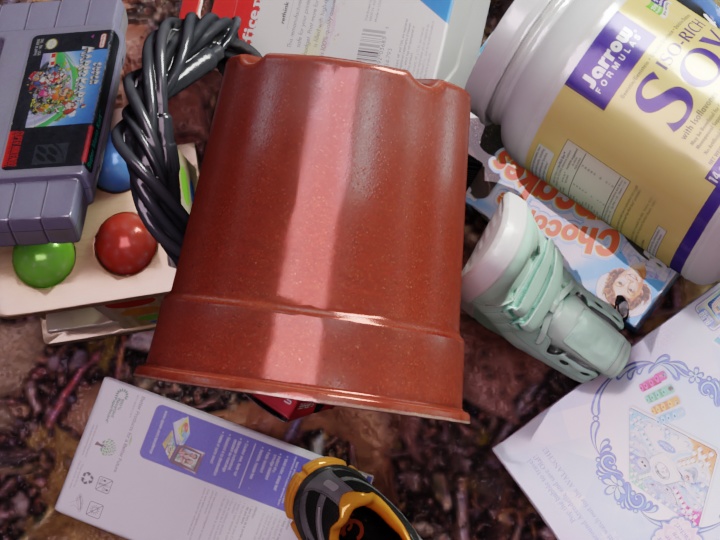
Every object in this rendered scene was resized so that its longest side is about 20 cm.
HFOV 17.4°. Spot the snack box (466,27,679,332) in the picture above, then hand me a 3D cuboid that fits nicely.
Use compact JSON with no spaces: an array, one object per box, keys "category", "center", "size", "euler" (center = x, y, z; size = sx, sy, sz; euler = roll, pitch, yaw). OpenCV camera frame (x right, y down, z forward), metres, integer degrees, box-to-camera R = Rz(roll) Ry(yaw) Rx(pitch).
[{"category":"snack box","center":[0.141,-0.063,1.588],"size":[0.200,0.037,0.116],"euler":[37,88,10]}]

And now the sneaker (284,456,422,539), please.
[{"category":"sneaker","center":[0.024,0.211,1.516],"size":[0.078,0.077,0.200],"euler":[-41,103,-13]}]

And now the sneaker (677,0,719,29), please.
[{"category":"sneaker","center":[0.186,-0.174,1.590],"size":[0.078,0.070,0.200],"euler":[-44,72,2]}]

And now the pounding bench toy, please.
[{"category":"pounding bench toy","center":[-0.210,-0.023,1.562],"size":[0.199,0.156,0.125],"euler":[-9,80,5]}]

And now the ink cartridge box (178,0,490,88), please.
[{"category":"ink cartridge box","center":[-0.020,-0.172,1.596],"size":[0.200,0.067,0.116],"euler":[10,81,24]}]

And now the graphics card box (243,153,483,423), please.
[{"category":"graphics card box","center":[0.000,0.000,1.531],"size":[0.051,0.125,0.200],"euler":[34,99,12]}]

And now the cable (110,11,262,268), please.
[{"category":"cable","center":[-0.104,-0.082,1.496],"size":[0.051,0.163,0.200],"euler":[-11,56,29]}]

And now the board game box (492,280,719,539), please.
[{"category":"board game box","center":[0.224,0.140,1.543],"size":[0.199,0.043,0.200],"euler":[-36,79,-1]}]

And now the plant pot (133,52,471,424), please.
[{"category":"plant pot","center":[-0.021,-0.020,1.383],"size":[0.200,0.201,0.196],"euler":[8,86,8]}]

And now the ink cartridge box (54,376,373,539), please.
[{"category":"ink cartridge box","center":[-0.096,0.151,1.581],"size":[0.200,0.039,0.100],"euler":[20,84,11]}]

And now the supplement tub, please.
[{"category":"supplement tub","center":[0.180,-0.100,1.497],"size":[0.200,0.145,0.146],"euler":[35,86,10]}]

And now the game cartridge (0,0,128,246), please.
[{"category":"game cartridge","center":[-0.222,-0.097,1.496],"size":[0.129,0.038,0.200],"euler":[-6,48,14]}]

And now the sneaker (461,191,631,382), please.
[{"category":"sneaker","center":[0.124,0.016,1.478],"size":[0.118,0.200,0.074],"euler":[30,85,8]}]
